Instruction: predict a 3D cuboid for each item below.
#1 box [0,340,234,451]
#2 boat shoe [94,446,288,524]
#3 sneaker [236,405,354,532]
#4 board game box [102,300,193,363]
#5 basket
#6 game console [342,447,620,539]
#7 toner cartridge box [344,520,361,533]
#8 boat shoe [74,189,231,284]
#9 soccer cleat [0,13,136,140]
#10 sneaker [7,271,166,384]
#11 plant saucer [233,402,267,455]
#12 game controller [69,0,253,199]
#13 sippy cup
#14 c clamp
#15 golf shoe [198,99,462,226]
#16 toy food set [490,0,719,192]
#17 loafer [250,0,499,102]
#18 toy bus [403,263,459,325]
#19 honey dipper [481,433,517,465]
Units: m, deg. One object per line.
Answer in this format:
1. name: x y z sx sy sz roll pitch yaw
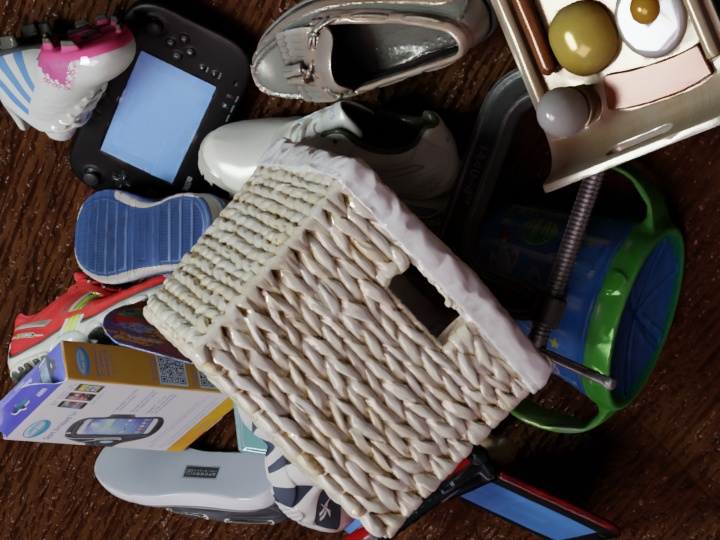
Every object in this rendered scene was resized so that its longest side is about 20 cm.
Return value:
1. box: -0.209 0.107 1.415 0.199 0.042 0.119 11 145 -36
2. boat shoe: -0.147 0.195 1.520 0.198 0.070 0.066 0 139 25
3. sneaker: -0.006 0.142 1.326 0.129 0.080 0.200 3 131 29
4. board game box: -0.095 0.035 1.276 0.198 0.158 0.039 13 104 16
5. basket: -0.018 0.040 1.107 0.198 0.161 0.200 46 173 -18
6. game console: 0.086 0.214 1.328 0.119 0.172 0.200 54 168 7
7. toner cartridge box: 0.015 0.138 1.407 0.095 0.043 0.200 38 133 -8
8. boat shoe: -0.148 -0.023 1.292 0.199 0.072 0.073 4 89 50
9. soccer cleat: -0.212 -0.139 1.240 0.199 0.070 0.087 11 121 57
10. sneaker: -0.215 0.032 1.413 0.199 0.085 0.077 -22 144 16
11. plant saucer: -0.080 0.066 1.380 0.069 0.019 0.202 5 113 21
12. game controller: -0.152 -0.120 1.281 0.104 0.042 0.200 31 134 0
13. sippy cup: 0.145 0.014 1.193 0.130 0.179 0.140 20 163 25
14. c clamp: 0.128 -0.037 1.132 0.170 0.027 0.202 15 91 41
15. golf shoe: -0.024 -0.095 1.205 0.198 0.079 0.098 5 145 11
16. toy food set: 0.139 -0.165 1.055 0.143 0.060 0.201 -21 92 36
17. loafer: 0.000 -0.155 1.163 0.199 0.063 0.072 -12 121 32
18. toy bus: 0.000 0.000 1.276 0.199 0.079 0.065 28 133 -2
19. honey dipper: 0.044 0.089 1.259 0.199 0.038 0.038 35 134 -21
